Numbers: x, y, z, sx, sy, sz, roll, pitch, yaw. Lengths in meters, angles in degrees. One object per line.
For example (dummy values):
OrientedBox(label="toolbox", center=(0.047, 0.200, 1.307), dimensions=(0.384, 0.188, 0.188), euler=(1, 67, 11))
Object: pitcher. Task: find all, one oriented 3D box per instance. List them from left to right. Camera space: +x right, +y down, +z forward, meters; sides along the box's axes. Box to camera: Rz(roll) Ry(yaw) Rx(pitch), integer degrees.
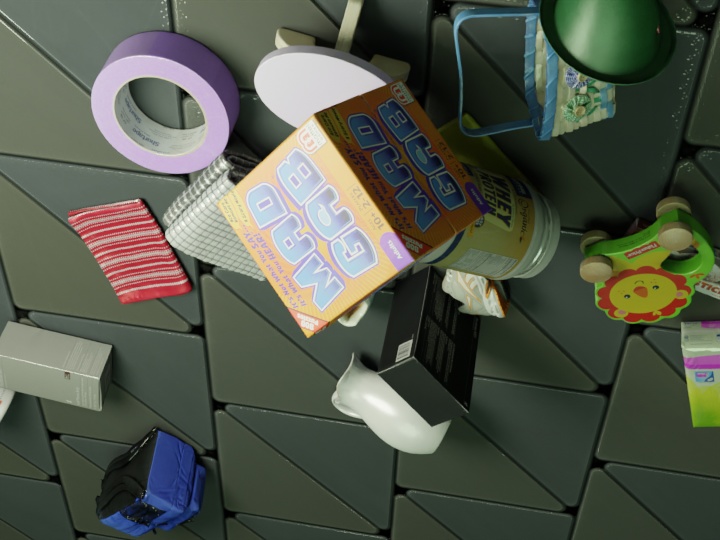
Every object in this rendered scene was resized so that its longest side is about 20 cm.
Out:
OrientedBox(label="pitcher", center=(0.048, 0.241, 1.941), dimensions=(0.199, 0.122, 0.172), euler=(28, 154, 1))

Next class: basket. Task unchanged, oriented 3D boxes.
OrientedBox(label="basket", center=(0.217, -0.254, 1.398), dimensions=(0.199, 0.139, 0.177), euler=(-5, 133, 5))

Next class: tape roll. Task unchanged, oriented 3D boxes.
OrientedBox(label="tape roll", center=(-0.275, -0.235, 1.586), dimensions=(0.199, 0.066, 0.201), euler=(7, 135, 7))

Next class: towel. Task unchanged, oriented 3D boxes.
OrientedBox(label="towel", center=(-0.375, -0.028, 1.837), dimensions=(0.144, 0.023, 0.200), euler=(-8, 130, 19))
OrientedBox(label="towel", center=(-0.169, -0.084, 1.660), dimensions=(0.200, 0.086, 0.166), euler=(20, 131, -40))
OrientedBox(label="towel", center=(0.181, -0.139, 1.605), dimensions=(0.086, 0.018, 0.200), euler=(-30, 120, 30))

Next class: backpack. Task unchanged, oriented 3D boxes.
OrientedBox(label="backpack", center=(-0.413, 0.436, 2.190), dimensions=(0.200, 0.163, 0.168), euler=(-31, 123, 34))

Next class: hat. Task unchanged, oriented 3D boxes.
OrientedBox(label="hat", center=(0.300, -0.339, 1.260), dimensions=(0.165, 0.201, 0.176), euler=(-12, 155, -14))

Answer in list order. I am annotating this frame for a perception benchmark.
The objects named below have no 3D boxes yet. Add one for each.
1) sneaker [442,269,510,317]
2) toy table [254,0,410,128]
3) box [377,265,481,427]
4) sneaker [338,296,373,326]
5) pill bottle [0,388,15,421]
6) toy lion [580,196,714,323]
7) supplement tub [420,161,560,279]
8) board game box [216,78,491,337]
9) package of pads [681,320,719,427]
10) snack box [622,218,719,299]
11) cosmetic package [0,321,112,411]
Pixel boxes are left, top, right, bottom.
OrientedBox(label="sneaker", center=(0.157, 0.001, 1.705), dimensions=(0.092, 0.076, 0.200), euler=(-7, 130, 25))
OrientedBox(label="toy table", center=(-0.029, -0.255, 1.472), dimensions=(0.199, 0.117, 0.184), euler=(24, 134, -9))
OrientedBox(label="box", center=(0.110, 0.116, 1.733), dimensions=(0.079, 0.200, 0.141), euler=(-28, 120, 33))
OrientedBox(label="sneaker", center=(0.000, 0.000, 1.734), dimensions=(0.076, 0.081, 0.201), euler=(11, 133, 5))
OrientedBox(label="pill bottle", center=(-0.758, 0.221, 2.101), dimensions=(0.200, 0.112, 0.111), euler=(30, 132, -16))
OrientedBox(label="toy lion", center=(0.421, 0.002, 1.621), dimensions=(0.200, 0.069, 0.192), euler=(-26, 130, 34))
OrientedBox(label="supplement tub", center=(0.160, -0.067, 1.534), dimensions=(0.199, 0.145, 0.144), euler=(12, 140, -32))
OrientedBox(label="board game box", center=(-0.006, -0.078, 1.365), dimensions=(0.200, 0.200, 0.200), euler=(-37, 87, 38))
OrientedBox(label="package of pads", center=(0.590, 0.160, 1.755), dimensions=(0.154, 0.068, 0.200), euler=(-4, 132, 19))
OrientedBox(label="snack box", center=(0.478, -0.013, 1.646), dimensions=(0.199, 0.024, 0.072), euler=(20, 135, -6))
OrientedBox(label="cosmetic package", center=(-0.554, 0.173, 2.026), dimensions=(0.199, 0.090, 0.107), euler=(10, 137, -1))
